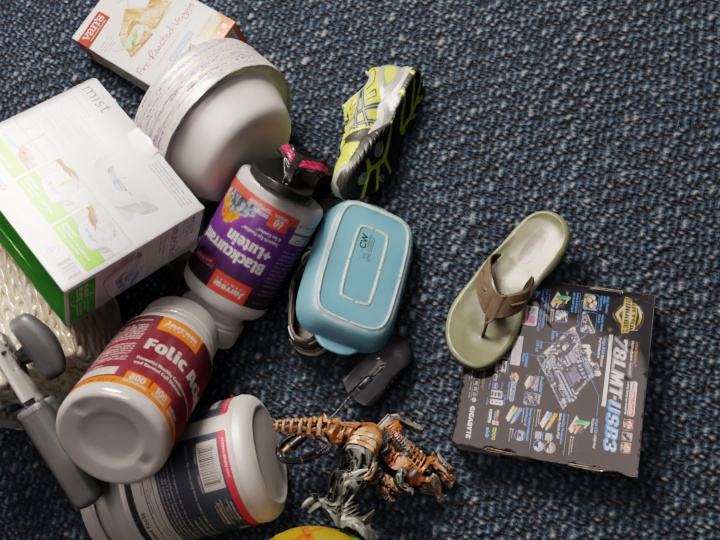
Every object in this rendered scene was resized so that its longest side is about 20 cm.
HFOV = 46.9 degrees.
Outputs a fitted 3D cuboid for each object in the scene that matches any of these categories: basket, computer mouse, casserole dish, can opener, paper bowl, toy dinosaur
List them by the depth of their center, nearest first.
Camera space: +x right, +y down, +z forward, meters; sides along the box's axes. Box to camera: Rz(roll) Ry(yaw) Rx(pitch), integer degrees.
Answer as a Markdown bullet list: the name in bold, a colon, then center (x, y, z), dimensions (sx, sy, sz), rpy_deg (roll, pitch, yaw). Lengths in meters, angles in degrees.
- **can opener**: center (-0.307, 0.139, 0.840), dimensions (0.067, 0.053, 0.201), rpy_deg (-32, 93, -1)
- **toy dinosaur**: center (0.001, 0.214, 0.909), dimensions (0.199, 0.102, 0.136), rpy_deg (20, 76, 14)
- **computer mouse**: center (-0.016, 0.146, 0.940), dimensions (0.059, 0.034, 0.200), rpy_deg (45, 75, 3)
- **casserole dish**: center (0.000, 0.000, 0.957), dimensions (0.120, 0.039, 0.201), rpy_deg (21, 61, -9)
- **basket**: center (-0.387, 0.062, 0.981), dimensions (0.160, 0.198, 0.201), rpy_deg (-24, 71, 0)
- **paper bowl**: center (-0.163, -0.163, 0.989), dimensions (0.104, 0.201, 0.201), rpy_deg (41, 86, 19)

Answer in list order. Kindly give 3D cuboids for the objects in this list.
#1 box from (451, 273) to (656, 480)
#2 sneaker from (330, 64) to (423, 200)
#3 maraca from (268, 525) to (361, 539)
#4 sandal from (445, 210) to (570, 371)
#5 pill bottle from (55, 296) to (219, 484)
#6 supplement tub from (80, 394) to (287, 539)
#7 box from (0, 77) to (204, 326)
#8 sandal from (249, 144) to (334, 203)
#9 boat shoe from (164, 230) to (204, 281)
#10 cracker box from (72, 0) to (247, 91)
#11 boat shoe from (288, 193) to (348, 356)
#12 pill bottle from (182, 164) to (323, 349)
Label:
- **box**: center (0.213, 0.113, 0.916), dimensions (0.197, 0.050, 0.201), rpy_deg (7, 75, 13)
- **sneaker**: center (0.009, -0.170, 1.024), dimensions (0.076, 0.076, 0.201), rpy_deg (16, 61, 25)
- **maraca**: center (-0.079, 0.327, 0.841), dimensions (0.199, 0.107, 0.137), rpy_deg (-17, 31, 15)
- **sandal**: center (0.156, 0.014, 0.904), dimensions (0.080, 0.057, 0.202), rpy_deg (30, 81, 19)
- **pill bottle**: center (-0.221, 0.115, 0.867), dimensions (0.113, 0.200, 0.115), rpy_deg (4, 117, 7)
- **supplement tub**: center (-0.193, 0.228, 0.921), dimensions (0.199, 0.140, 0.141), rpy_deg (-16, 72, 7)
- **box**: center (-0.299, -0.078, 0.890), dimensions (0.176, 0.097, 0.200), rpy_deg (-37, 80, -30)
- **sandal**: center (-0.068, -0.123, 0.963), dimensions (0.075, 0.200, 0.045), rpy_deg (34, 111, 5)
- **boat shoe**: center (-0.264, -0.070, 1.054), dimensions (0.073, 0.075, 0.200), rpy_deg (-39, 70, -1)
- **cracker box**: center (-0.274, -0.314, 1.130), dimensions (0.199, 0.058, 0.134), rpy_deg (31, 83, 18)
- **boat shoe**: center (-0.044, -0.001, 0.993), dimensions (0.071, 0.068, 0.201), rpy_deg (8, 75, 14)
- **pill bottle**: center (-0.138, -0.013, 0.977), dimensions (0.111, 0.111, 0.201), rpy_deg (35, 103, 18)
